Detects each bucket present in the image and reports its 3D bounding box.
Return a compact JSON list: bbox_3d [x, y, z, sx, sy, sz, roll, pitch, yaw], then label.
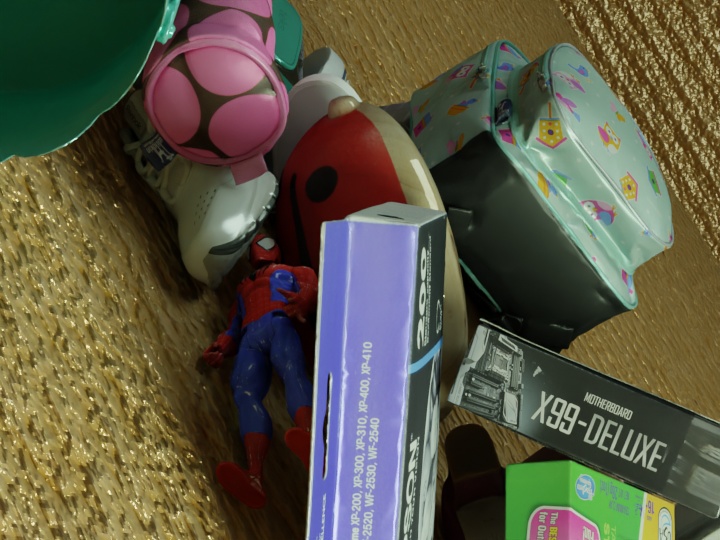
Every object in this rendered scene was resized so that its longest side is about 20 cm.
[{"bbox_3d":[-0.170,-0.154,0.870,0.208,0.207,0.135,52,12,-10],"label":"bucket"}]

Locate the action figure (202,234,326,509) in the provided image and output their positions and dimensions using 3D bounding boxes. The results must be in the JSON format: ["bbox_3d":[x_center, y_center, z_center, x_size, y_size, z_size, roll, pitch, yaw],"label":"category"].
[{"bbox_3d":[-0.049,0.040,1.058,0.052,0.065,0.201,50,17,-27],"label":"action figure"}]

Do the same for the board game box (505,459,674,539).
[{"bbox_3d":[0.129,0.218,1.091,0.153,0.040,0.202,26,62,-56],"label":"board game box"}]

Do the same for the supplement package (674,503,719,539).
[{"bbox_3d":[0.234,0.232,1.271,0.148,0.191,0.200,56,16,4],"label":"supplement package"}]

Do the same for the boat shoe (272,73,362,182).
[{"bbox_3d":[-0.007,-0.038,1.260,0.066,0.073,0.202,-73,155,-61],"label":"boat shoe"}]

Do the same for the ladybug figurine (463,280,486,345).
[{"bbox_3d":[0.048,0.014,1.390,0.136,0.072,0.201,42,20,-40],"label":"ladybug figurine"}]

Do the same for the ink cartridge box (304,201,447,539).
[{"bbox_3d":[0.011,0.069,0.996,0.200,0.043,0.200,-23,117,-79],"label":"ink cartridge box"}]

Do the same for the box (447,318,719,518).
[{"bbox_3d":[0.141,0.088,1.128,0.157,0.050,0.200,23,-2,13],"label":"box"}]

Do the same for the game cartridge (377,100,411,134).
[{"bbox_3d":[0.063,-0.046,1.505,0.200,0.038,0.129,49,-21,-23],"label":"game cartridge"}]

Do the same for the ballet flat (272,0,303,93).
[{"bbox_3d":[-0.072,-0.122,1.321,0.072,0.072,0.201,48,18,-23],"label":"ballet flat"}]

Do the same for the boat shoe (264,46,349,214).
[{"bbox_3d":[-0.024,-0.080,1.371,0.086,0.074,0.202,48,20,-22],"label":"boat shoe"}]

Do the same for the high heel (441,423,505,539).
[{"bbox_3d":[0.081,0.195,1.173,0.096,0.067,0.201,75,-1,-49],"label":"high heel"}]

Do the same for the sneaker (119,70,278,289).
[{"bbox_3d":[-0.101,-0.060,1.141,0.087,0.075,0.201,28,23,-24],"label":"sneaker"}]

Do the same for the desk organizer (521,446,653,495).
[{"bbox_3d":[0.152,0.151,1.323,0.072,0.077,0.200,55,1,0],"label":"desk organizer"}]

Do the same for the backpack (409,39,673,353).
[{"bbox_3d":[0.117,-0.065,1.343,0.176,0.153,0.200,45,16,-24],"label":"backpack"}]

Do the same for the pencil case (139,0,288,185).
[{"bbox_3d":[-0.078,-0.140,1.126,0.094,0.090,0.201,54,22,-33],"label":"pencil case"}]

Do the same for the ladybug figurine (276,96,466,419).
[{"bbox_3d":[0.000,0.000,1.154,0.135,0.071,0.202,-1,-76,59],"label":"ladybug figurine"}]
